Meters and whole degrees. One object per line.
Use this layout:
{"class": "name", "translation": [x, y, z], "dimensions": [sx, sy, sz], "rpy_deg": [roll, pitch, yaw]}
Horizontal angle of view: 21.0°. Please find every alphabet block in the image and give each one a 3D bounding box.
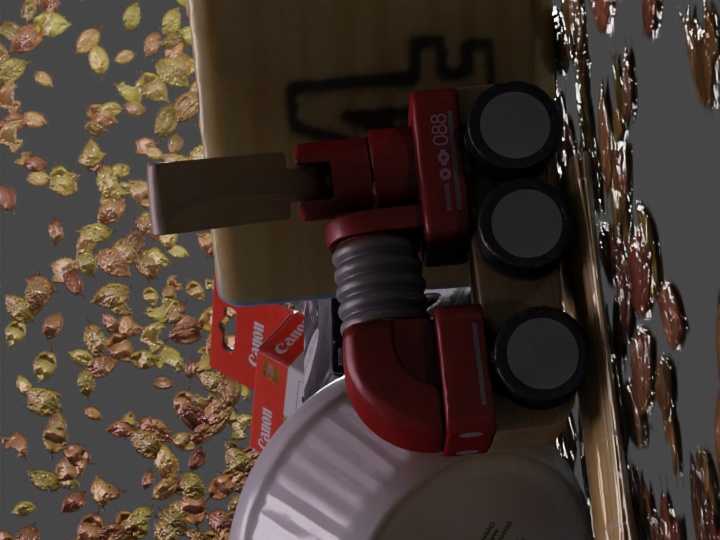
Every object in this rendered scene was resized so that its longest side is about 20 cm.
{"class": "alphabet block", "translation": [0.004, -0.112, 1.112], "dimensions": [0.195, 0.196, 0.201], "rpy_deg": [-105, 10, -67]}

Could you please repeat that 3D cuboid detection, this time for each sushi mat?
{"class": "sushi mat", "translation": [0.115, 0.049, 0.956], "dimensions": [0.096, 0.012, 0.201], "rpy_deg": [87, 178, -75]}

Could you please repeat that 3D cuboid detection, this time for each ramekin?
{"class": "ramekin", "translation": [0.036, 0.156, 1.050], "dimensions": [0.094, 0.202, 0.203], "rpy_deg": [24, 124, 56]}

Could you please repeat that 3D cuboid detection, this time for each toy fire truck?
{"class": "toy fire truck", "translation": [0.004, -0.001, 0.951], "dimensions": [0.129, 0.199, 0.177], "rpy_deg": [88, 177, -75]}

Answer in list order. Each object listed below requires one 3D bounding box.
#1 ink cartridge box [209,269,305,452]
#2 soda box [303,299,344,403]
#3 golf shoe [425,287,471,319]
{"class": "ink cartridge box", "translation": [-0.034, 0.091, 1.349], "dimensions": [0.050, 0.200, 0.109], "rpy_deg": [-47, -23, -38]}
{"class": "soda box", "translation": [0.000, 0.000, 1.285], "dimensions": [0.071, 0.063, 0.201], "rpy_deg": [120, 155, -54]}
{"class": "golf shoe", "translation": [0.061, 0.032, 1.194], "dimensions": [0.200, 0.094, 0.078], "rpy_deg": [119, 152, -86]}
